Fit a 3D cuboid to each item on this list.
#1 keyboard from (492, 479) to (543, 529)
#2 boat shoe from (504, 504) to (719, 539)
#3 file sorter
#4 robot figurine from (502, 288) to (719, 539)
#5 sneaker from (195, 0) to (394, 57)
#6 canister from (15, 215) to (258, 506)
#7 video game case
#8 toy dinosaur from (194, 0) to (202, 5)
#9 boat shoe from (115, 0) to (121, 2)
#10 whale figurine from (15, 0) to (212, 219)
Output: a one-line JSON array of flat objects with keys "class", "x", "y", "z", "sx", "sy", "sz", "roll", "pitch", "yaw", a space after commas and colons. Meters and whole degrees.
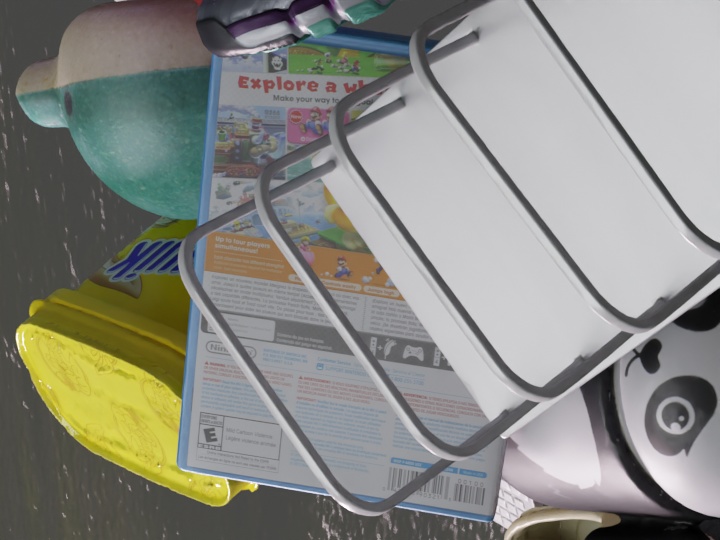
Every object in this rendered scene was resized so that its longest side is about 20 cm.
[{"class": "keyboard", "x": 0.064, "y": 0.072, "z": 1.190, "sx": 0.056, "sy": 0.011, "sz": 0.201, "roll": 22, "pitch": 141, "yaw": 41}, {"class": "boat shoe", "x": 0.138, "y": 0.145, "z": 1.070, "sx": 0.200, "sy": 0.062, "sz": 0.072, "roll": -171, "pitch": 79, "yaw": -68}, {"class": "file sorter", "x": 0.053, "y": -0.023, "z": 0.788, "sx": 0.200, "sy": 0.124, "sz": 0.139, "roll": -40, "pitch": 84, "yaw": 38}, {"class": "robot figurine", "x": 0.122, "y": 0.045, "z": 0.953, "sx": 0.199, "sy": 0.125, "sz": 0.151, "roll": -4, "pitch": 122, "yaw": 57}, {"class": "sneaker", "x": 0.017, "y": -0.154, "z": 0.840, "sx": 0.074, "sy": 0.199, "sz": 0.088, "roll": -68, "pitch": -46, "yaw": -75}, {"class": "canister", "x": -0.049, "y": 0.008, "z": 1.070, "sx": 0.148, "sy": 0.200, "sz": 0.087, "roll": 17, "pitch": 139, "yaw": 44}, {"class": "video game case", "x": 0.000, "y": 0.000, "z": 0.923, "sx": 0.142, "sy": 0.018, "sz": 0.202, "roll": 9, "pitch": 107, "yaw": 8}, {"class": "toy dinosaur", "x": -0.048, "y": -0.129, "z": 0.965, "sx": 0.198, "sy": 0.105, "sz": 0.183, "roll": -13, "pitch": 86, "yaw": 22}, {"class": "boat shoe", "x": -0.148, "y": -0.207, "z": 1.083, "sx": 0.200, "sy": 0.072, "sz": 0.068, "roll": 45, "pitch": 154, "yaw": 2}, {"class": "whale figurine", "x": -0.088, "y": -0.075, "z": 1.067, "sx": 0.200, "sy": 0.158, "sz": 0.105, "roll": 173, "pitch": 91, "yaw": -71}]
